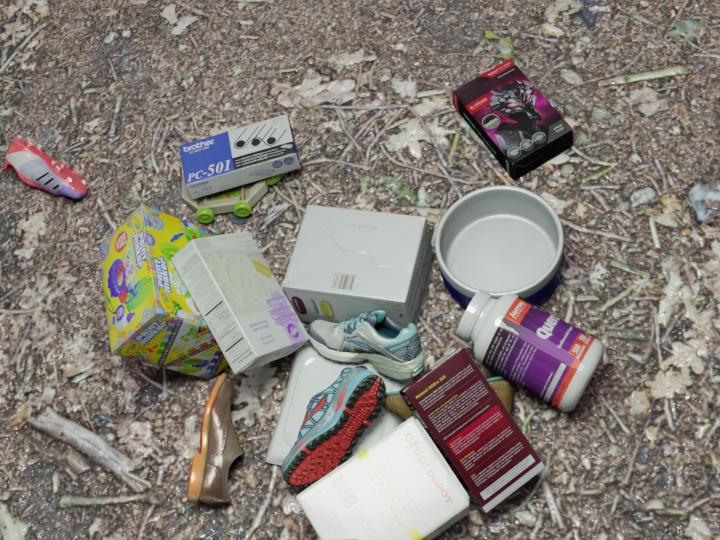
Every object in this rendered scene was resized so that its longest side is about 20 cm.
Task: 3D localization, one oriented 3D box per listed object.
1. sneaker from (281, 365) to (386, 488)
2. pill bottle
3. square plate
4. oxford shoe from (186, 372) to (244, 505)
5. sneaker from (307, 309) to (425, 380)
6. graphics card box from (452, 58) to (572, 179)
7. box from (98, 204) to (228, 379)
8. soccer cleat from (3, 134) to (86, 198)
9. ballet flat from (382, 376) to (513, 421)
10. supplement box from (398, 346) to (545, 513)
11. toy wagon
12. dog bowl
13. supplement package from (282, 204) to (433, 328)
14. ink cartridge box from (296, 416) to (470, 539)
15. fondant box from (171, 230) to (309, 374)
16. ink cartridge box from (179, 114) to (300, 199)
[{"bbox_3d":[-0.046,0.225,1.461,0.200,0.079,0.095,-48,31,-8],"label":"sneaker"},{"bbox_3d":[0.242,0.108,1.448,0.198,0.113,0.113,29,68,14],"label":"pill bottle"},{"bbox_3d":[-0.030,0.206,1.516,0.195,0.029,0.202,6,61,16],"label":"square plate"},{"bbox_3d":[-0.208,0.254,1.513,0.072,0.071,0.203,11,65,-4],"label":"oxford shoe"},{"bbox_3d":[0.009,0.093,1.523,0.197,0.088,0.078,12,31,26],"label":"sneaker"},{"bbox_3d":[0.258,-0.261,1.722,0.124,0.051,0.201,-28,59,-6],"label":"graphics card box"},{"bbox_3d":[-0.284,0.035,1.558,0.122,0.191,0.202,-37,51,28],"label":"box"},{"bbox_3d":[-0.580,-0.175,1.854,0.199,0.066,0.077,35,103,22],"label":"soccer cleat"},{"bbox_3d":[0.128,0.203,1.461,0.197,0.068,0.073,-6,71,-6],"label":"ballet flat"},{"bbox_3d":[0.153,0.220,1.400,0.108,0.061,0.201,-33,86,-9],"label":"supplement box"},{"bbox_3d":[-0.217,-0.162,1.772,0.197,0.040,0.157,-8,58,7],"label":"toy wagon"},{"bbox_3d":[0.218,-0.028,1.573,0.197,0.079,0.203,-6,58,9],"label":"dog bowl"},{"bbox_3d":[0.000,0.000,1.584,0.197,0.111,0.158,7,60,17],"label":"supplement package"},{"bbox_3d":[0.034,0.323,1.387,0.198,0.084,0.146,-32,68,-8],"label":"ink cartridge box"},{"bbox_3d":[-0.179,0.044,1.520,0.058,0.144,0.202,-35,79,29],"label":"fondant box"},{"bbox_3d":[-0.209,-0.197,1.741,0.197,0.044,0.095,-16,56,2],"label":"ink cartridge box"}]
